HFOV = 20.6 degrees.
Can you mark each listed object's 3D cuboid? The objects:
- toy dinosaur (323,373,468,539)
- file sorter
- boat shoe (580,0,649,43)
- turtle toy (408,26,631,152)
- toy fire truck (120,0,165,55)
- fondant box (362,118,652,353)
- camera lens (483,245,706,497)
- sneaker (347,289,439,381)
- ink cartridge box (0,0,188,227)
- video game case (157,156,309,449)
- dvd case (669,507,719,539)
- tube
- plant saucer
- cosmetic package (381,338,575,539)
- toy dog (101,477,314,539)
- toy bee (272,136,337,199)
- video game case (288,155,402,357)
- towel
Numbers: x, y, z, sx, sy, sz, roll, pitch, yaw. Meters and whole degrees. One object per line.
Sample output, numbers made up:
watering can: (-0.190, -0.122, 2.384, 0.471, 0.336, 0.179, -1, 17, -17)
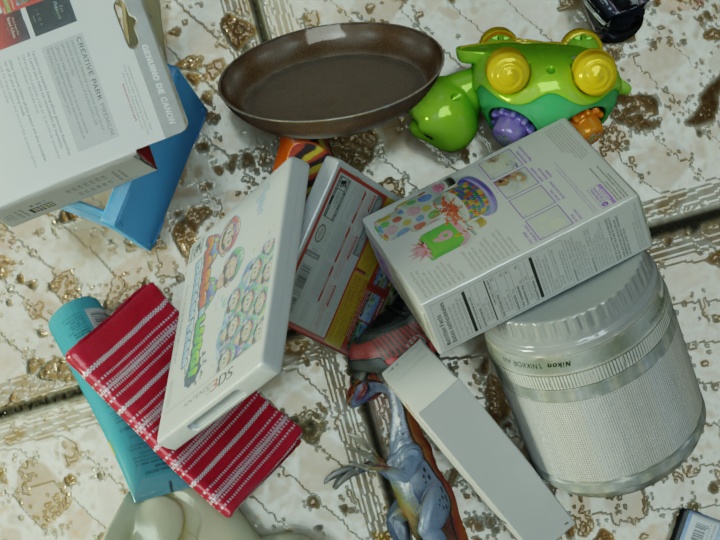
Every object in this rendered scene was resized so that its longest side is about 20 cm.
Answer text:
toy dinosaur: (0.041, 0.181, 1.757, 0.199, 0.105, 0.183, 10, 82, -33)
file sorter: (-0.222, -0.113, 1.704, 0.122, 0.200, 0.139, 22, 86, 5)
boat shoe: (0.207, -0.306, 1.772, 0.074, 0.093, 0.201, -25, 87, -2)
turtle toy: (0.140, -0.154, 1.750, 0.199, 0.146, 0.102, 0, 107, 1)
toy fire truck: (-0.254, -0.274, 1.765, 0.175, 0.129, 0.201, -20, 77, -2)
fondant box: (0.119, -0.032, 1.642, 0.199, 0.144, 0.058, -26, 126, -6)
camera lens: (0.197, 0.079, 1.683, 0.159, 0.160, 0.201, -24, 121, -2)
sneaker: (0.063, 0.021, 1.730, 0.200, 0.071, 0.098, -31, 110, -23)
ink cartridge box: (-0.239, -0.161, 1.570, 0.175, 0.084, 0.201, -20, 82, 3)
video game case: (-0.106, 0.028, 1.648, 0.024, 0.182, 0.201, 23, 55, -23)
dvd case: (0.356, 0.312, 1.769, 0.199, 0.018, 0.143, 20, 87, 0)
tube: (-0.206, 0.112, 1.723, 0.077, 0.051, 0.200, -16, 58, -31)
plant saucer: (-0.024, -0.162, 1.728, 0.199, 0.200, 0.032, -8, 119, -1)
cosmetic package: (0.101, 0.153, 1.697, 0.051, 0.083, 0.200, -41, 121, -4)
toy dog: (-0.118, 0.258, 1.725, 0.199, 0.140, 0.194, 24, 50, 3)
toy bee: (-0.055, -0.031, 1.755, 0.108, 0.200, 0.131, 16, 47, -23)
video game case: (0.000, 0.000, 1.710, 0.017, 0.200, 0.144, 21, 85, 37)
towel: (-0.151, 0.109, 1.726, 0.200, 0.145, 0.022, 44, 126, 2)
